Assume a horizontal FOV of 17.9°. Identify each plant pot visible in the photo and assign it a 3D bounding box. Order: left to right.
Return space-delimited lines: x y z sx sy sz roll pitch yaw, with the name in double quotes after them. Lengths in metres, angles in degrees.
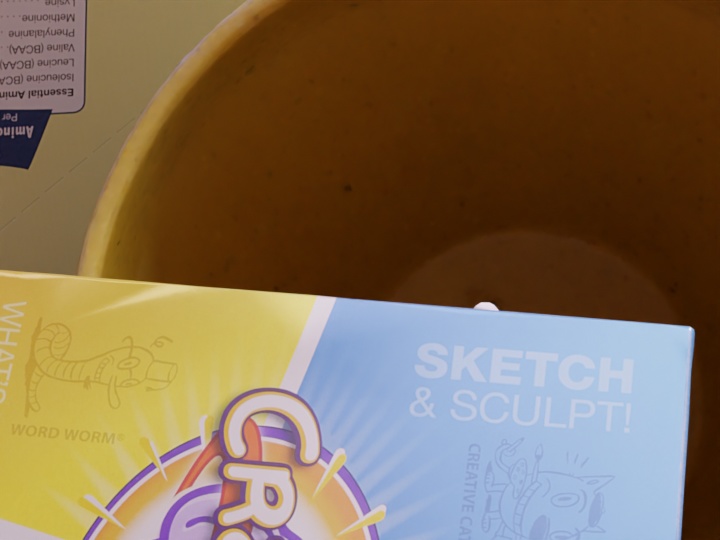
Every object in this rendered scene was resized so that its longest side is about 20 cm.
0.039 0.026 0.579 0.199 0.201 0.142 5 -8 6 "plant pot"

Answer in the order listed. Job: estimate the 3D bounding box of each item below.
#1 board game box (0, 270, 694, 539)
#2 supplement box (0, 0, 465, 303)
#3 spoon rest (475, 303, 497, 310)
-0.037 0.077 0.459 0.199 0.040 0.153 4 59 6 "board game box"
-0.079 -0.089 0.656 0.199 0.200 0.134 -5 20 -24 "supplement box"
0.000 0.000 0.826 0.199 0.061 0.099 2 17 0 "spoon rest"
